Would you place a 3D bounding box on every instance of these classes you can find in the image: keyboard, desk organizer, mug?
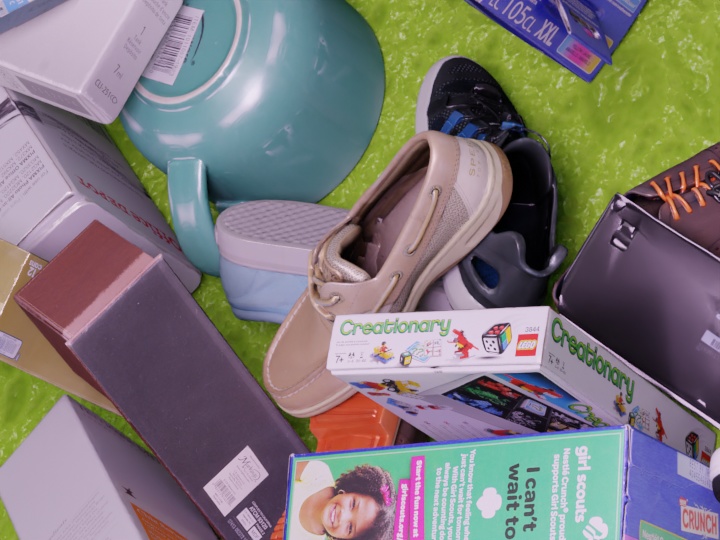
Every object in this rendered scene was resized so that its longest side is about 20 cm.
[{"bbox_3d":[0.209,0.022,1.368,0.200,0.021,0.127,35,104,14],"label":"keyboard"},{"bbox_3d":[-0.106,0.069,1.486,0.072,0.200,0.077,-44,38,-12],"label":"desk organizer"},{"bbox_3d":[-0.072,-0.109,1.599,0.152,0.114,0.186,-32,56,19],"label":"mug"}]

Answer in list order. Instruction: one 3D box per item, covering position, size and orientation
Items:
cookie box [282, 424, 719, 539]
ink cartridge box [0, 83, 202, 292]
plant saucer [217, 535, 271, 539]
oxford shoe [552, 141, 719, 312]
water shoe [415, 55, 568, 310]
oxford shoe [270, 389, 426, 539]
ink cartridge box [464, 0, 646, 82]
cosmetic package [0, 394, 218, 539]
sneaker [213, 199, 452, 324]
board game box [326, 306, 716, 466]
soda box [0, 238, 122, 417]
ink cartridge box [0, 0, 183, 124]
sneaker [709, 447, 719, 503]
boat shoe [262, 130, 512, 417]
[{"bbox_3d":[0.087,0.140,1.357,0.199,0.171,0.076,-8,69,31],"label":"cookie box"},{"bbox_3d":[-0.205,-0.057,1.647,0.083,0.145,0.200,-42,53,9],"label":"ink cartridge box"},{"bbox_3d":[-0.066,0.238,1.508,0.199,0.031,0.201,-13,65,30],"label":"plant saucer"},{"bbox_3d":[0.189,-0.031,1.418,0.200,0.072,0.071,-45,53,11],"label":"oxford shoe"},{"bbox_3d":[0.083,-0.056,1.478,0.079,0.071,0.201,-52,35,41],"label":"water shoe"},{"bbox_3d":[0.002,0.138,1.472,0.071,0.073,0.201,2,67,38],"label":"oxford shoe"},{"bbox_3d":[0.079,-0.190,1.516,0.200,0.136,0.077,38,96,38],"label":"ink cartridge box"},{"bbox_3d":[-0.134,0.162,1.497,0.071,0.101,0.200,-49,30,5],"label":"cosmetic package"},{"bbox_3d":[0.009,0.015,1.537,0.199,0.082,0.074,15,36,24],"label":"sneaker"},{"bbox_3d":[0.088,0.070,1.366,0.126,0.200,0.035,-3,67,32],"label":"board game box"},{"bbox_3d":[-0.166,0.040,1.547,0.068,0.200,0.064,23,84,40],"label":"soda box"},{"bbox_3d":[-0.190,-0.196,1.596,0.199,0.045,0.177,21,74,32],"label":"ink cartridge box"},{"bbox_3d":[0.263,0.145,1.272,0.199,0.073,0.113,5,72,16],"label":"sneaker"},{"bbox_3d":[0.000,0.000,1.436,0.200,0.065,0.072,-48,47,27],"label":"boat shoe"}]
